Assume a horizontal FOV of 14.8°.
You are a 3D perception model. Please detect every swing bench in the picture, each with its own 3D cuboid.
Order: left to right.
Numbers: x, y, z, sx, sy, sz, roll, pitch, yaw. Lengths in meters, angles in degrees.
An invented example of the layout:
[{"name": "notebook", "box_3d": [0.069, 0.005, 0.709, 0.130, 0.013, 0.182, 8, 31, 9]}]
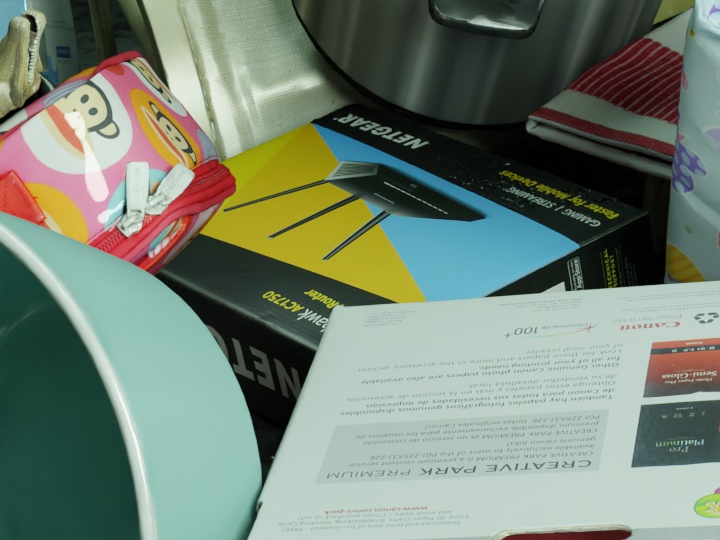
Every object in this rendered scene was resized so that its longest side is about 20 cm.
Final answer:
[{"name": "swing bench", "box_3d": [-0.018, -0.125, 1.294, 0.198, 0.131, 0.200, -15, 24, -15]}]

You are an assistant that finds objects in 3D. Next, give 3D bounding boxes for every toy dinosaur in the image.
[{"name": "toy dinosaur", "box_3d": [-0.188, -0.020, 0.933, 0.199, 0.058, 0.101, -25, 3, 19]}]

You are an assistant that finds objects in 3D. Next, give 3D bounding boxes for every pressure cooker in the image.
[{"name": "pressure cooker", "box_3d": [0.057, -0.174, 1.131, 0.178, 0.200, 0.176, -31, 73, -19]}]

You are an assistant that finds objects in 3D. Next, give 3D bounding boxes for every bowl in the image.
[{"name": "bowl", "box_3d": [-0.109, 0.068, 0.863, 0.200, 0.202, 0.105, 8, 11, 35]}]

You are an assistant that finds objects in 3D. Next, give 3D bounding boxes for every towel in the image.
[{"name": "towel", "box_3d": [0.182, -0.092, 1.117, 0.200, 0.023, 0.144, -33, 33, -30]}]

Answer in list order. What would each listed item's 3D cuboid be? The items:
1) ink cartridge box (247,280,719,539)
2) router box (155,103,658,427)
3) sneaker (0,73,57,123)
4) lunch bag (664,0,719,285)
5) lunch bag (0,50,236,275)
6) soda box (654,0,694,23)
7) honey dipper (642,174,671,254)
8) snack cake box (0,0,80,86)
[{"name": "ink cartridge box", "box_3d": [0.076, 0.079, 0.861, 0.199, 0.084, 0.176, -4, 26, 14]}, {"name": "router box", "box_3d": [0.000, 0.000, 1.103, 0.149, 0.051, 0.200, -26, 29, -28]}, {"name": "sneaker", "box_3d": [-0.163, -0.064, 1.266, 0.075, 0.088, 0.200, -23, 27, -27]}, {"name": "lunch bag", "box_3d": [0.213, -0.046, 0.925, 0.199, 0.170, 0.128, 20, 61, 16]}, {"name": "lunch bag", "box_3d": [-0.145, 0.004, 0.998, 0.200, 0.082, 0.176, -37, 1, 9]}, {"name": "soda box", "box_3d": [0.174, -0.181, 1.422, 0.199, 0.064, 0.068, -23, 27, -27]}, {"name": "honey dipper", "box_3d": [0.212, -0.022, 1.091, 0.199, 0.038, 0.038, 2, 26, 21]}, {"name": "snack cake box", "box_3d": [-0.250, -0.111, 1.390, 0.199, 0.068, 0.115, -7, 4, 6]}]
